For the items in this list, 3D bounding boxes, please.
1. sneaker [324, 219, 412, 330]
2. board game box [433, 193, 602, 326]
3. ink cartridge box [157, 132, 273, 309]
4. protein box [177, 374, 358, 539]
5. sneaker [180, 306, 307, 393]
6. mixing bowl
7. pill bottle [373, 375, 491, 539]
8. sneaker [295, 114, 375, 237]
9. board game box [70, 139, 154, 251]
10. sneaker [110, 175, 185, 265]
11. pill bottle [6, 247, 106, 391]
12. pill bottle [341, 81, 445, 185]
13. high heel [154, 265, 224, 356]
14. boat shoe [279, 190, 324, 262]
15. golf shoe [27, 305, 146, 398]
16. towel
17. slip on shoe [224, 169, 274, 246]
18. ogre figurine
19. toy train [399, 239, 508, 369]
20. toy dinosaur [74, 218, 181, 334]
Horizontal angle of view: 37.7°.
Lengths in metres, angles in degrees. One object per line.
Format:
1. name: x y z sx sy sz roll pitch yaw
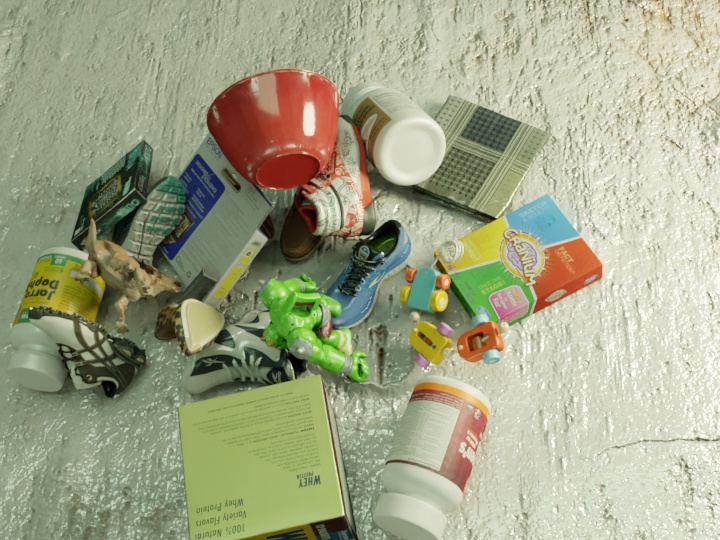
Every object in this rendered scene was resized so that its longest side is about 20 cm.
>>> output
1. sneaker: 0.000 0.000 1.564 0.078 0.089 0.200 27 66 25
2. board game box: 0.231 -0.008 1.557 0.200 0.040 0.153 -27 58 -7
3. ink cartridge box: -0.228 -0.079 1.627 0.200 0.047 0.198 -50 57 15
4. protein box: -0.121 0.274 1.389 0.198 0.135 0.200 -13 57 1
5. sneaker: -0.150 0.139 1.509 0.199 0.080 0.130 -28 49 -20
6. mixing bowl: -0.116 -0.187 1.521 0.200 0.200 0.109 -14 65 1
7. pill bottle: 0.093 0.248 1.381 0.109 0.110 0.200 13 62 18
8. sneaker: -0.048 -0.145 1.601 0.108 0.067 0.202 -5 72 -23
9. board game box: -0.389 -0.122 1.666 0.135 0.028 0.200 -37 27 13
10. sneaker: -0.347 -0.070 1.643 0.091 0.078 0.200 44 106 39
11. pill bottle: -0.460 0.075 1.586 0.113 0.113 0.200 4 60 13
12. pill bottle: 0.044 -0.223 1.655 0.114 0.114 0.200 -27 35 -7
13. high heel: -0.260 0.096 1.515 0.143 0.071 0.200 -48 21 24
14. boat shoe: -0.078 -0.109 1.659 0.072 0.068 0.200 14 63 17
15. golf shoe: -0.398 0.119 1.506 0.078 0.200 0.095 7 68 47
16. towel: 0.178 -0.177 1.683 0.192 0.035 0.200 25 64 20
17. slip on shoe: -0.211 -0.101 1.687 0.200 0.076 0.061 48 116 22
18. ogre figurine: -0.074 0.070 1.459 0.098 0.120 0.200 -34 57 32
19. toy train: 0.136 0.064 1.500 0.150 0.056 0.200 -32 55 23
20. toy dinosaur: -0.355 -0.003 1.546 0.086 0.200 0.136 -31 32 8
